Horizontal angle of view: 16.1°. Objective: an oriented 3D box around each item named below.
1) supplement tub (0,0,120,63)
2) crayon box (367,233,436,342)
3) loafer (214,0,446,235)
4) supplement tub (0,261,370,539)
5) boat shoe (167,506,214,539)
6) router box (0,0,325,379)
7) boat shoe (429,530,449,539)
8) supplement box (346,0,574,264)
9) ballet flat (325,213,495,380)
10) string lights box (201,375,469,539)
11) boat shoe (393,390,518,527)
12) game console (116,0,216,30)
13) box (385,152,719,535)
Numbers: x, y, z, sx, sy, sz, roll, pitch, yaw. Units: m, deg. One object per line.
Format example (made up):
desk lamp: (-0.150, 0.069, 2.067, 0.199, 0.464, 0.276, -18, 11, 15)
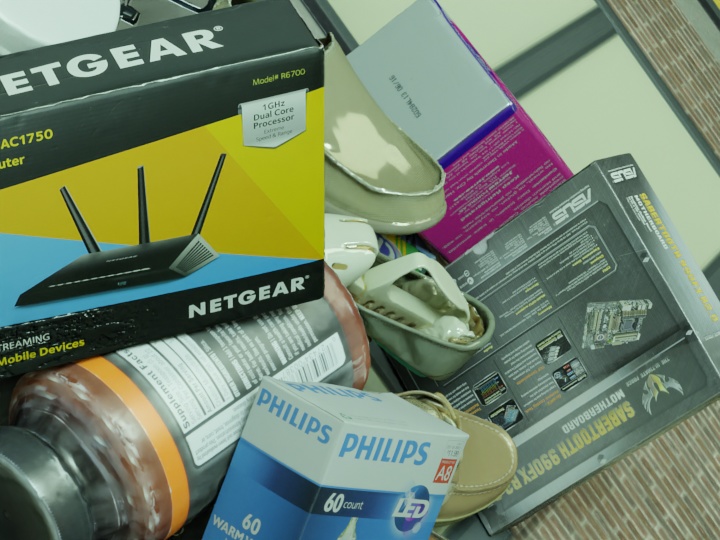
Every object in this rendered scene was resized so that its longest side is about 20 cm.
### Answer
supplement tub: (-0.224, -0.101, 1.207, 0.140, 0.200, 0.141, 36, 34, -30)
crayon box: (-0.037, -0.007, 1.538, 0.126, 0.052, 0.200, 51, 30, -6)
loafer: (-0.028, -0.097, 1.489, 0.200, 0.068, 0.076, 37, 40, 9)
supplement tub: (-0.096, 0.067, 1.241, 0.200, 0.107, 0.107, -34, 88, -34)
boat shoe: (-0.081, 0.116, 1.332, 0.200, 0.060, 0.074, 14, 55, -46)
router box: (-0.116, -0.033, 1.162, 0.200, 0.149, 0.051, -15, 42, -17)
boat shoe: (0.071, 0.199, 1.461, 0.200, 0.072, 0.068, 39, 34, -26)
supplement box: (0.062, -0.074, 1.629, 0.101, 0.103, 0.200, 55, 5, 27)
ballet flat: (0.000, 0.000, 1.467, 0.200, 0.064, 0.068, 30, 37, -37)
string lights box: (-0.032, 0.156, 1.233, 0.059, 0.200, 0.103, 28, 11, 38)
boat shoe: (0.030, 0.106, 1.483, 0.200, 0.064, 0.071, 3, 60, -46)
game console: (-0.123, -0.232, 1.307, 0.172, 0.119, 0.200, 25, 65, -8)
box: (0.122, 0.046, 1.562, 0.048, 0.200, 0.159, -16, 73, -56)
